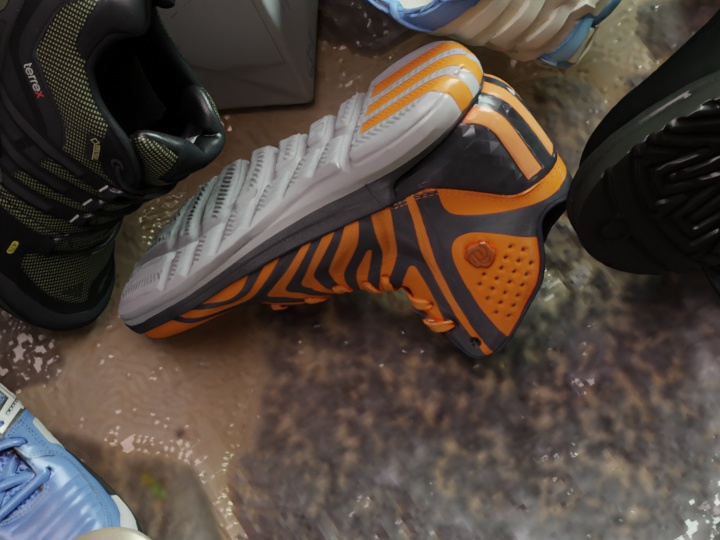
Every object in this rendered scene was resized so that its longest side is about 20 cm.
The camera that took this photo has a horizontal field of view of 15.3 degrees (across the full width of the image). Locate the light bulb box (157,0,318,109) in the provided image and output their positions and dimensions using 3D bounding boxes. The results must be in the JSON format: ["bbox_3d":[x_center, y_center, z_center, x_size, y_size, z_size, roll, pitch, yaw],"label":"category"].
[{"bbox_3d":[-0.122,-0.179,1.145,0.198,0.125,0.200,-3,65,13],"label":"light bulb box"}]

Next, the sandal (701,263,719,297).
[{"bbox_3d":[0.219,-0.055,1.063,0.200,0.043,0.076,-38,56,5],"label":"sandal"}]

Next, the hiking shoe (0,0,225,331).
[{"bbox_3d":[-0.105,-0.044,1.041,0.101,0.200,0.076,25,48,24],"label":"hiking shoe"}]

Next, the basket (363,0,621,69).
[{"bbox_3d":[0.035,-0.175,1.027,0.176,0.200,0.139,-50,49,10],"label":"basket"}]

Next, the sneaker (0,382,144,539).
[{"bbox_3d":[-0.169,0.071,1.067,0.200,0.077,0.076,34,76,23],"label":"sneaker"}]

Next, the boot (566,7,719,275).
[{"bbox_3d":[0.155,-0.101,1.052,0.211,0.079,0.158,-33,38,6],"label":"boot"}]

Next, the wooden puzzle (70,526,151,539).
[{"bbox_3d":[-0.157,0.204,0.991,0.200,0.037,0.185,-22,56,21],"label":"wooden puzzle"}]

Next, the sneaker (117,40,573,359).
[{"bbox_3d":[0.000,0.000,1.062,0.200,0.112,0.078,-28,27,35],"label":"sneaker"}]
